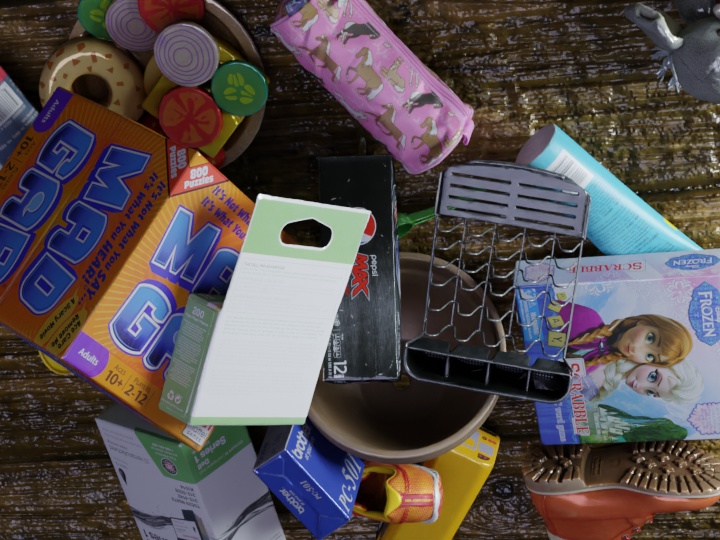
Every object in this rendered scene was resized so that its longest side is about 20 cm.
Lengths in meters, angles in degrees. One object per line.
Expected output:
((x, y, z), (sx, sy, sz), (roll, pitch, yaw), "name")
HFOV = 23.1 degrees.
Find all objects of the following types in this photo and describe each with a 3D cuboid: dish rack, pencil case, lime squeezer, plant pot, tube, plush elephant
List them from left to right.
((0.012, -0.175, 1.543), (0.083, 0.086, 0.200), (-46, 104, -5), "pencil case")
((0.034, -0.007, 1.621), (0.070, 0.038, 0.201), (32, 85, 2), "lime squeezer")
((0.038, 0.092, 1.652), (0.199, 0.202, 0.093), (7, 159, 8), "plant pot")
((0.125, 0.006, 1.555), (0.152, 0.055, 0.201), (9, 105, 8), "dish rack")
((0.226, -0.049, 1.588), (0.200, 0.051, 0.077), (41, 127, -17), "tube")
((0.304, -0.199, 1.421), (0.164, 0.155, 0.200), (37, 119, -9), "plush elephant")

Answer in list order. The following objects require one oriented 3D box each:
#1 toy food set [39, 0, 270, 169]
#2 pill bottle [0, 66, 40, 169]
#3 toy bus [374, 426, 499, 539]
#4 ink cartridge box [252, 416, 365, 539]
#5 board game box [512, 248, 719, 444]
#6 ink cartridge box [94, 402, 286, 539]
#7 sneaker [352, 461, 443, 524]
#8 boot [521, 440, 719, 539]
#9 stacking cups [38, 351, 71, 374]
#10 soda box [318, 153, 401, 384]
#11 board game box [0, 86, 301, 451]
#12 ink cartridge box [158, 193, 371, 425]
((-0.182, -0.173, 1.604), (0.199, 0.049, 0.198), (35, 120, -8), "toy food set")
((-0.324, -0.087, 1.641), (0.119, 0.120, 0.200), (-32, 108, 25), "pill bottle")
((0.070, 0.235, 1.756), (0.065, 0.078, 0.201), (25, 121, -2), "toy bus")
((-0.038, 0.157, 1.666), (0.044, 0.200, 0.094), (-34, 106, 24), "ink cartridge box")
((0.253, 0.074, 1.632), (0.198, 0.041, 0.201), (-4, 127, 14), "board game box")
((-0.165, 0.223, 1.765), (0.146, 0.084, 0.201), (10, 126, 45), "ink cartridge box")
((0.007, 0.207, 1.712), (0.077, 0.200, 0.074), (6, 82, -25), "sneaker")
((0.264, 0.224, 1.718), (0.199, 0.075, 0.108), (-2, 121, 23), "boot")
((-0.231, 0.052, 1.697), (0.199, 0.061, 0.061), (-19, 114, 41), "stacking cups")
((0.000, 0.000, 1.571), (0.070, 0.063, 0.202), (-2, 85, 3), "soda box")
((-0.202, -0.001, 1.525), (0.199, 0.201, 0.200), (26, 169, 40), "board game box")
((-0.080, 0.032, 1.483), (0.048, 0.145, 0.201), (23, 101, 39), "ink cartridge box")
